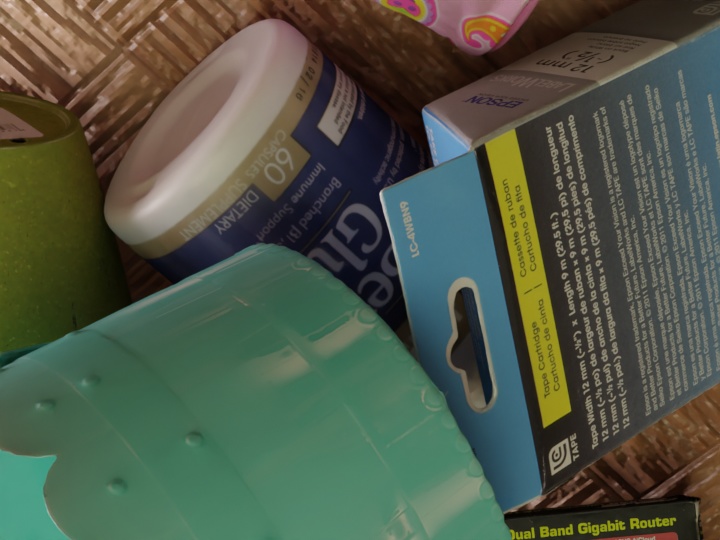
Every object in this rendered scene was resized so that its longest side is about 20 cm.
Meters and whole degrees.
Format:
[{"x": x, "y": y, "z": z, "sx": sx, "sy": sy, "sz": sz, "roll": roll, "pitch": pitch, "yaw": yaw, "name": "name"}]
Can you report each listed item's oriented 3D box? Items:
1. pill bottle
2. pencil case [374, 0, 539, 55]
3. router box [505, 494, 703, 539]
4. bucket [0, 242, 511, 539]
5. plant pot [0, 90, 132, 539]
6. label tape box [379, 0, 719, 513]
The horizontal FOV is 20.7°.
[{"x": 0.000, "y": 0.000, "z": 0.825, "sx": 0.111, "sy": 0.111, "sz": 0.200, "roll": -39, "pitch": 113, "yaw": 23, "name": "pill bottle"}, {"x": -0.014, "y": -0.161, "z": 0.741, "sx": 0.199, "sy": 0.088, "sz": 0.088, "roll": 30, "pitch": 119, "yaw": -13, "name": "pencil case"}, {"x": 0.068, "y": 0.189, "z": 0.924, "sx": 0.198, "sy": 0.062, "sz": 0.151, "roll": -6, "pitch": 85, "yaw": 6, "name": "router box"}, {"x": -0.047, "y": 0.099, "z": 0.710, "sx": 0.134, "sy": 0.207, "sz": 0.208, "roll": -32, "pitch": 123, "yaw": -23, "name": "bucket"}, {"x": -0.167, "y": 0.032, "z": 0.829, "sx": 0.185, "sy": 0.187, "sz": 0.202, "roll": 6, "pitch": 109, "yaw": -1, "name": "plant pot"}, {"x": 0.081, "y": -0.007, "z": 0.766, "sx": 0.199, "sy": 0.066, "sz": 0.144, "roll": -27, "pitch": 115, "yaw": -30, "name": "label tape box"}]
